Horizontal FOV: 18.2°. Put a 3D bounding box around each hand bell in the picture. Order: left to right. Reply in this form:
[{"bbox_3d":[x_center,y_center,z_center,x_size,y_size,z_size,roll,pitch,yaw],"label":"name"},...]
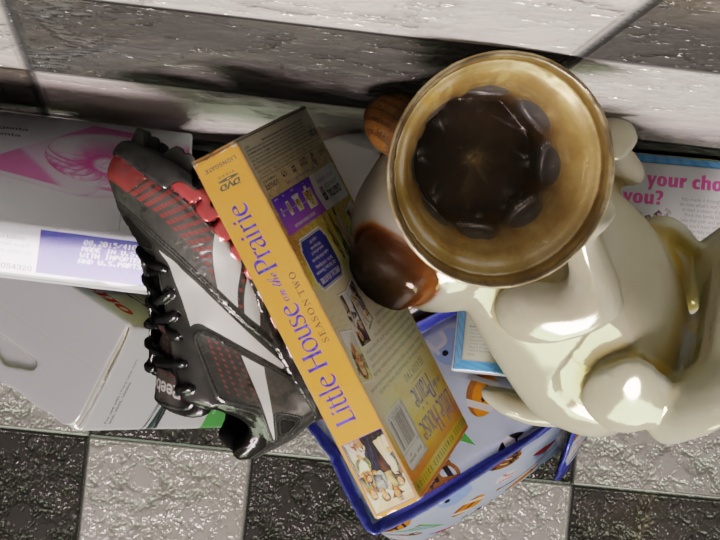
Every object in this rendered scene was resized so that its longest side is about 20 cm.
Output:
[{"bbox_3d":[0.037,-0.062,1.066,0.104,0.104,0.200,7,-171,-16],"label":"hand bell"}]

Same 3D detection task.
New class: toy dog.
[{"bbox_3d":[0.091,-0.006,1.182,0.200,0.140,0.194,32,148,-19],"label":"toy dog"}]

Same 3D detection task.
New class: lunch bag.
[{"bbox_3d":[0.078,0.082,1.384,0.200,0.124,0.170,-31,169,-1],"label":"lunch bag"}]

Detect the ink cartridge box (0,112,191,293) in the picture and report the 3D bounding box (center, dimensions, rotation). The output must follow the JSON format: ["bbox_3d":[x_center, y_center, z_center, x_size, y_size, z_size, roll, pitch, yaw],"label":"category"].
[{"bbox_3d":[-0.197,-0.057,1.303,0.196,0.043,0.200,6,-152,-8],"label":"ink cartridge box"}]

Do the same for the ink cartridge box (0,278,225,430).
[{"bbox_3d":[-0.173,0.040,1.531,0.147,0.083,0.200,31,-169,23],"label":"ink cartridge box"}]

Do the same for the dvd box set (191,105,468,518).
[{"bbox_3d":[-0.011,0.017,1.165,0.029,0.200,0.146,-26,-175,16],"label":"dvd box set"}]

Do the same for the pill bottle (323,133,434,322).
[{"bbox_3d":[0.008,-0.022,1.350,0.112,0.112,0.200,5,176,13],"label":"pill bottle"}]

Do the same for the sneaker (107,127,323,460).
[{"bbox_3d":[-0.083,0.021,1.190,0.201,0.098,0.071,56,169,-26],"label":"sneaker"}]

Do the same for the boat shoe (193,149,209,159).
[{"bbox_3d":[-0.114,-0.044,1.454,0.073,0.065,0.200,-9,-167,-40],"label":"boat shoe"}]

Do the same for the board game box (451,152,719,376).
[{"bbox_3d":[0.158,0.001,1.282,0.200,0.135,0.034,6,177,6],"label":"board game box"}]
